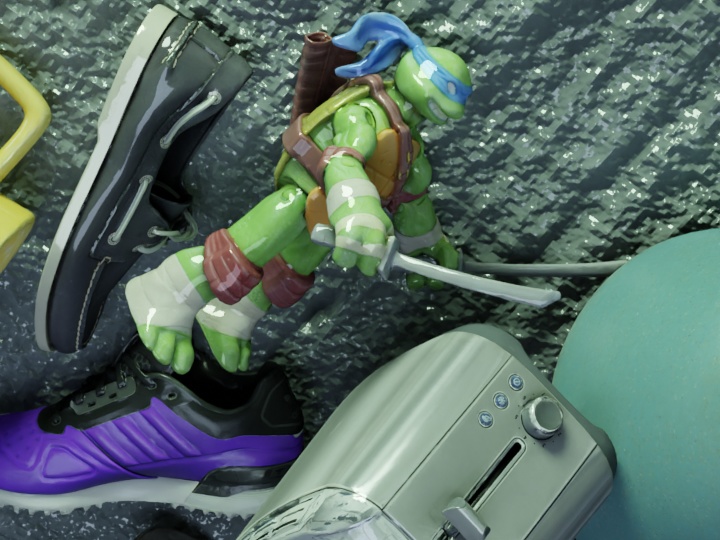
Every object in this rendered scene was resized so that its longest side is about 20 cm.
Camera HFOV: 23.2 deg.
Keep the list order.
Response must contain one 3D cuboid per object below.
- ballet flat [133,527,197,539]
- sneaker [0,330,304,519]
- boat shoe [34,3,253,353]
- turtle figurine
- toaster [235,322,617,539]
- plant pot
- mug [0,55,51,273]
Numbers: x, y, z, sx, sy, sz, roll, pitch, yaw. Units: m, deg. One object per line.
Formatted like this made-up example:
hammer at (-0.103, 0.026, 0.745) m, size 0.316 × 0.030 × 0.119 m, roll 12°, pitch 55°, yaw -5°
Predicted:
ballet flat at (-0.081, 0.232, 1.044) m, size 0.046 × 0.067 × 0.200 m, roll -7°, pitch 127°, yaw 50°
sneaker at (-0.127, 0.075, 0.957) m, size 0.199 × 0.070 × 0.100 m, roll 1°, pitch 113°, yaw 4°
boat shoe at (-0.112, -0.033, 0.887) m, size 0.062 × 0.073 × 0.201 m, roll 23°, pitch 115°, yaw -1°
turtle figurine at (0.000, 0.000, 0.845) m, size 0.194 × 0.144 × 0.200 m, roll -35°, pitch 106°, yaw 19°
toaster at (0.016, 0.119, 0.807) m, size 0.114 × 0.129 × 0.200 m, roll 47°, pitch 144°, yaw -4°
plant pot at (0.203, 0.073, 0.805) m, size 0.199 × 0.135 × 0.201 m, roll 1°, pitch 85°, yaw -15°
mug at (-0.261, -0.030, 0.895) m, size 0.153 × 0.187 × 0.149 m, roll 40°, pitch 150°, yaw -4°
